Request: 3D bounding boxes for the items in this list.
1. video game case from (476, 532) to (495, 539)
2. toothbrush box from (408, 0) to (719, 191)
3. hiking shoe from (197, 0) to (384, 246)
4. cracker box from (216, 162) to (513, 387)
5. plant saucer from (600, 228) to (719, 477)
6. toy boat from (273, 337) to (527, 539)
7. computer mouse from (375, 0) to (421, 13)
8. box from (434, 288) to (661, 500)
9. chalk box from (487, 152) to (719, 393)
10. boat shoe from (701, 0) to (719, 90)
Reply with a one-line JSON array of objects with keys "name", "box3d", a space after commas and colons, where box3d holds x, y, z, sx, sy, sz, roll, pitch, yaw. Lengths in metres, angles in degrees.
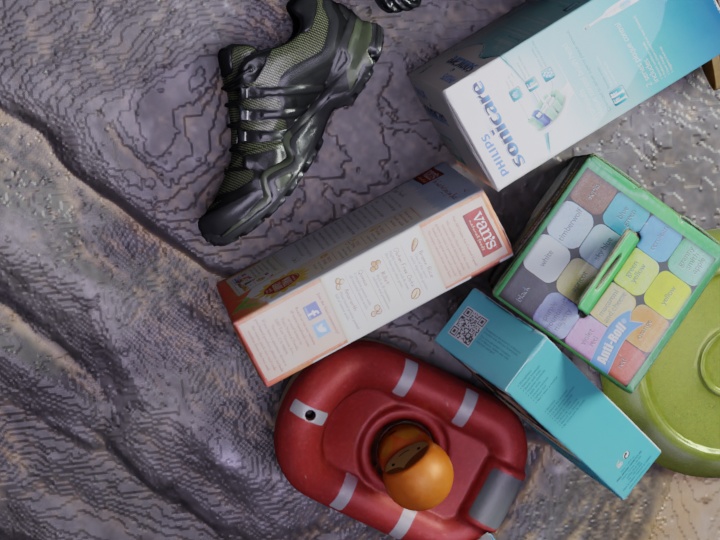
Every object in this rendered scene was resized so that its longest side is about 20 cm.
[{"name": "video game case", "box3d": [0.077, 0.326, 1.533, 0.181, 0.045, 0.200, -36, 122, -1]}, {"name": "toothbrush box", "box3d": [0.146, -0.151, 1.427, 0.199, 0.146, 0.086, -31, 103, -3]}, {"name": "hiking shoe", "box3d": [-0.071, -0.115, 1.444, 0.100, 0.076, 0.201, 35, 85, -6]}, {"name": "cracker box", "box3d": [0.000, 0.000, 1.438, 0.199, 0.134, 0.058, -29, 104, -2]}, {"name": "plant saucer", "box3d": [0.286, 0.069, 1.553, 0.198, 0.031, 0.202, -2, 102, -10]}, {"name": "toy boat", "box3d": [0.033, 0.138, 1.473, 0.199, 0.131, 0.131, 26, 96, -13]}, {"name": "computer mouse", "box3d": [0.102, -0.256, 1.441, 0.198, 0.053, 0.140, -4, 84, 0]}, {"name": "box", "box3d": [0.140, 0.093, 1.458, 0.049, 0.082, 0.200, -51, 136, -3]}, {"name": "chalk box", "box3d": [0.175, 0.000, 1.423, 0.123, 0.200, 0.125, 36, 94, -1]}, {"name": "boat shoe", "box3d": [0.263, -0.236, 1.467, 0.070, 0.070, 0.202, -16, 103, -2]}]
